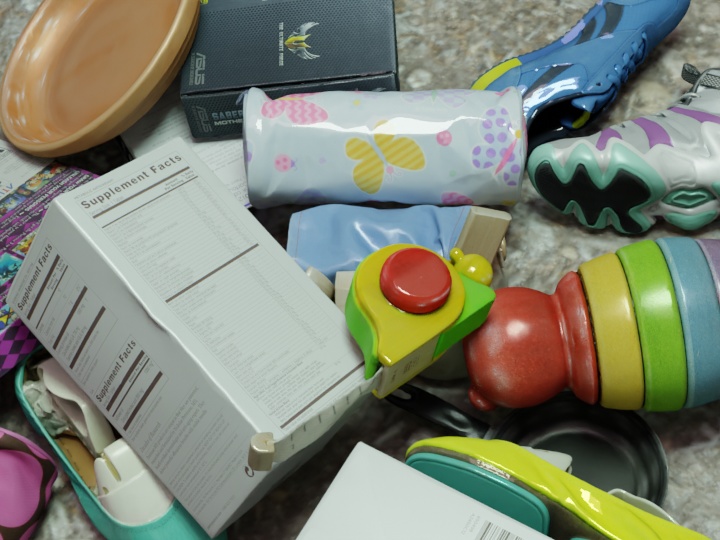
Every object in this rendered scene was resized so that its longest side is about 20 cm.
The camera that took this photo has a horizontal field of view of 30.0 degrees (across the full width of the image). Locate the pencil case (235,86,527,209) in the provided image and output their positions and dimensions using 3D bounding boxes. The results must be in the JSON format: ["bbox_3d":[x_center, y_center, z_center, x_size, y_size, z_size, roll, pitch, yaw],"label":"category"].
[{"bbox_3d":[0.016,-0.084,0.917,0.199,0.084,0.091,0,14,3],"label":"pencil case"}]

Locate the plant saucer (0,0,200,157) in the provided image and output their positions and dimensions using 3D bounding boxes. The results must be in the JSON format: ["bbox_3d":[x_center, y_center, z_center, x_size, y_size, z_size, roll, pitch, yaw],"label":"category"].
[{"bbox_3d":[-0.190,-0.167,1.003,0.200,0.037,0.201,-23,50,30],"label":"plant saucer"}]

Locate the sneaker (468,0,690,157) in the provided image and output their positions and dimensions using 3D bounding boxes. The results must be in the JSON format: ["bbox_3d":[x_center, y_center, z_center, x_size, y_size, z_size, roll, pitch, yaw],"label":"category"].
[{"bbox_3d":[0.175,-0.145,0.991,0.200,0.066,0.078,-33,51,-9],"label":"sneaker"}]

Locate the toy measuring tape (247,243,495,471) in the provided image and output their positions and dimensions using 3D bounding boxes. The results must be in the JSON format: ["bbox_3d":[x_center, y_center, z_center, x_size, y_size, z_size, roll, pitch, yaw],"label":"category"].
[{"bbox_3d":[-0.002,0.037,0.766,0.200,0.074,0.074,-32,57,-31],"label":"toy measuring tape"}]

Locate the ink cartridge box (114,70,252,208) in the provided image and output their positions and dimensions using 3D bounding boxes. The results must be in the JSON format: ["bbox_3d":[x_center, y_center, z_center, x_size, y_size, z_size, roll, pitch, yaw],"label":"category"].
[{"bbox_3d":[-0.085,-0.122,1.024,0.198,0.043,0.200,-27,55,-11],"label":"ink cartridge box"}]

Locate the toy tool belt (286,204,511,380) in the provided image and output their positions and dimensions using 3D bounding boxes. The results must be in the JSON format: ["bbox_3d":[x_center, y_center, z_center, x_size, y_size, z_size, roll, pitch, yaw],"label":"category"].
[{"bbox_3d":[0.000,0.000,0.882,0.199,0.123,0.125,-3,55,6],"label":"toy tool belt"}]

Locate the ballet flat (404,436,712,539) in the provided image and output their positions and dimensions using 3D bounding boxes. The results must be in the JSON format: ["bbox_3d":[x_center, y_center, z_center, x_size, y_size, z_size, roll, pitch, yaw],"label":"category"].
[{"bbox_3d":[0.122,0.143,0.780,0.199,0.067,0.067,26,44,20],"label":"ballet flat"}]

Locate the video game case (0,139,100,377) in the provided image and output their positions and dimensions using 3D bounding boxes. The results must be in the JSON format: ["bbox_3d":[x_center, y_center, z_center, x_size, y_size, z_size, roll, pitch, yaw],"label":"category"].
[{"bbox_3d":[-0.263,-0.007,0.932,0.181,0.036,0.200,20,48,32],"label":"video game case"}]

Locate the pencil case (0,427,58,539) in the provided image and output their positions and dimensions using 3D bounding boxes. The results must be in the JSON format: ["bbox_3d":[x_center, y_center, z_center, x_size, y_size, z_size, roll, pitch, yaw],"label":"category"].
[{"bbox_3d":[-0.265,0.184,0.807,0.090,0.094,0.201,12,59,14],"label":"pencil case"}]

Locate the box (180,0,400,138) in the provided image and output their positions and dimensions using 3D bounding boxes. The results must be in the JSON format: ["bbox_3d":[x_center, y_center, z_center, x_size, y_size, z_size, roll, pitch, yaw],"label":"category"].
[{"bbox_3d":[-0.052,-0.196,1.014,0.157,0.051,0.201,-5,55,4],"label":"box"}]

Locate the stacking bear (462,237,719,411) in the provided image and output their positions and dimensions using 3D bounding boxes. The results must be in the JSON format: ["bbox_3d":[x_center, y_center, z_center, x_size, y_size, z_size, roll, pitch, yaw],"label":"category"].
[{"bbox_3d":[0.161,0.036,0.829,0.199,0.122,0.114,-10,20,4],"label":"stacking bear"}]

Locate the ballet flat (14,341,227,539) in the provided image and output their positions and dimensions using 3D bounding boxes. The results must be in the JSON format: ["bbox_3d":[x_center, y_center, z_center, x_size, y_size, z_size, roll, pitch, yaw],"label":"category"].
[{"bbox_3d":[-0.162,0.116,0.855,0.067,0.071,0.200,-38,60,-17],"label":"ballet flat"}]

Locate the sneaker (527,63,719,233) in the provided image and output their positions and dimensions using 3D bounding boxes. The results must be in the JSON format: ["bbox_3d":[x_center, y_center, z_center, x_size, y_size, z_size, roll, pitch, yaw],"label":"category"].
[{"bbox_3d":[0.221,-0.098,0.957,0.199,0.078,0.140,8,55,2],"label":"sneaker"}]

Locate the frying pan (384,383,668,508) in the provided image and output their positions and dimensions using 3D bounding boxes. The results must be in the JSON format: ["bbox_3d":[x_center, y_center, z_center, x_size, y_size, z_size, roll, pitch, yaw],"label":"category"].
[{"bbox_3d":[0.096,0.127,0.839,0.189,0.031,0.115,1,54,12],"label":"frying pan"}]

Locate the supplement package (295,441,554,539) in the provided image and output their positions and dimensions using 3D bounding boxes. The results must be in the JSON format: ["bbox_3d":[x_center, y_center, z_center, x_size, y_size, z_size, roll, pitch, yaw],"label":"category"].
[{"bbox_3d":[0.050,0.219,0.733,0.199,0.111,0.156,25,63,21],"label":"supplement package"}]

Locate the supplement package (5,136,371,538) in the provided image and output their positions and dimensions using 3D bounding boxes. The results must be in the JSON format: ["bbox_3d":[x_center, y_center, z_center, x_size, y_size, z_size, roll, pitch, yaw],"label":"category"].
[{"bbox_3d":[-0.101,0.038,0.820,0.200,0.110,0.114,47,45,9],"label":"supplement package"}]
